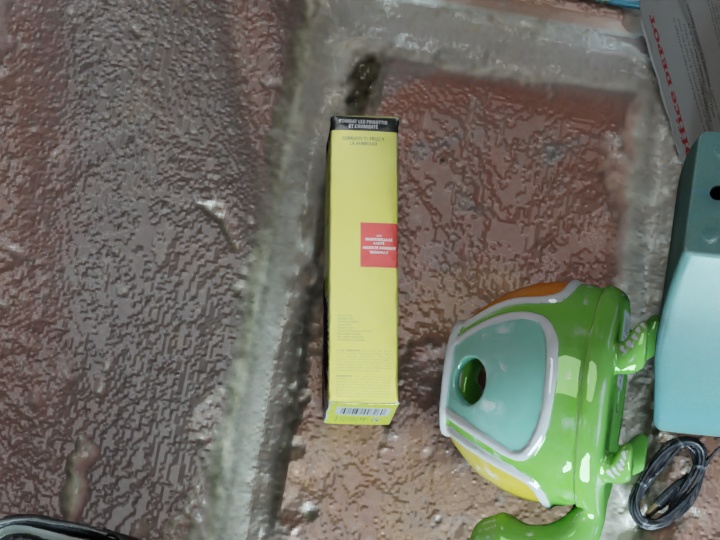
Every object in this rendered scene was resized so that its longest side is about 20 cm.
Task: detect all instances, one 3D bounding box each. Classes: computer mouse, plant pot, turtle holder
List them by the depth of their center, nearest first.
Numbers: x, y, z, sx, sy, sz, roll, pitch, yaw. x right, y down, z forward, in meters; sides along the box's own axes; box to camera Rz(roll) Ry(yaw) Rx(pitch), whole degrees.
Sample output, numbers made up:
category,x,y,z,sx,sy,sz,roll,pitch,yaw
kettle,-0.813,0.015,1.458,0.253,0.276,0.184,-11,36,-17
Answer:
category,x,y,z,sx,sy,sz,roll,pitch,yaw
plant pot,0.261,0.004,1.242,0.141,0.200,0.142,5,62,14
turtle holder,0.122,0.097,1.281,0.131,0.141,0.186,7,113,13
computer mouse,0.264,0.110,1.332,0.200,0.034,0.059,-33,96,-7

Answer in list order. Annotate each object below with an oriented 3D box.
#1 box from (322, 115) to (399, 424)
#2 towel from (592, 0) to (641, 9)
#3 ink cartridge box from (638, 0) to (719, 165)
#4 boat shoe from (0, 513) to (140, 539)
category,x,y,z,sx,sy,sz,roll,pitch,yaw
box,0.000,0.000,1.318,0.050,0.075,0.201,2,73,-4
towel,0.165,-0.269,1.433,0.199,0.022,0.147,10,73,-1
ink cartridge box,0.271,-0.147,1.305,0.083,0.200,0.146,-14,86,-11
boat shoe,-0.156,0.209,1.255,0.201,0.063,0.074,15,72,-1
